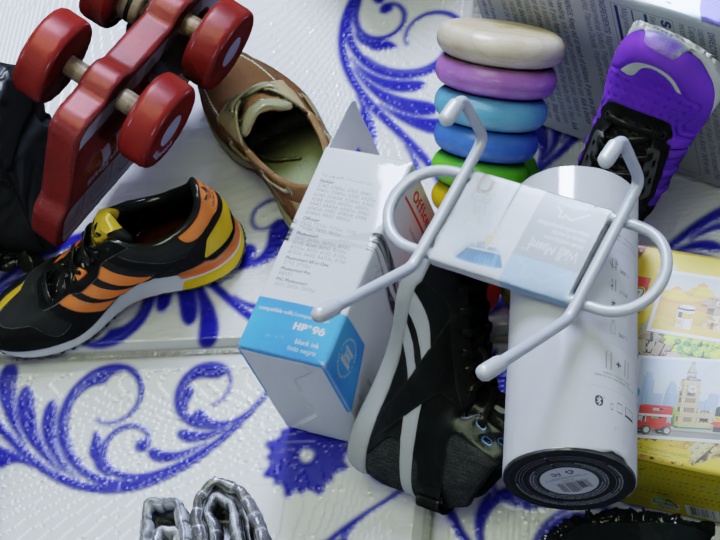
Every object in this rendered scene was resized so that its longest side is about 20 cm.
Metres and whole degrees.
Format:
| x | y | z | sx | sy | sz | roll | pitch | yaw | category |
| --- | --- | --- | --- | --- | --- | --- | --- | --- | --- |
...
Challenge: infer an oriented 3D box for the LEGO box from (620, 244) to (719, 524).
| x | y | z | sx | sy | sz | roll | pitch | yaw | category |
| --- | --- | --- | --- | --- | --- | --- | --- | --- | --- |
| 0.236 | 0.077 | 1.308 | 0.199 | 0.077 | 0.149 | 10 | 63 | 23 | LEGO box |

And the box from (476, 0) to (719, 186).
| x | y | z | sx | sy | sz | roll | pitch | yaw | category |
| --- | --- | --- | --- | --- | --- | --- | --- | --- | --- |
| 0.190 | -0.169 | 1.414 | 0.200 | 0.184 | 0.105 | 22 | 66 | 28 | box |

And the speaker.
| x | y | z | sx | sy | sz | roll | pitch | yaw | category |
| --- | --- | --- | --- | --- | --- | --- | --- | --- | --- |
| 0.129 | 0.037 | 1.270 | 0.081 | 0.081 | 0.201 | -5 | 57 | 15 | speaker |

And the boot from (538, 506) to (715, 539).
| x | y | z | sx | sy | sz | roll | pitch | yaw | category |
| --- | --- | --- | --- | --- | --- | --- | --- | --- | --- |
| 0.194 | 0.220 | 1.238 | 0.198 | 0.073 | 0.163 | -7 | 54 | 14 | boot |

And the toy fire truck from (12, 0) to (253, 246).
| x | y | z | sx | sy | sz | roll | pitch | yaw | category |
| --- | --- | --- | --- | --- | --- | --- | --- | --- | --- |
| -0.165 | -0.128 | 1.499 | 0.112 | 0.168 | 0.200 | 31 | 56 | 5 | toy fire truck |

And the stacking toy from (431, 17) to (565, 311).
| x | y | z | sx | sy | sz | roll | pitch | yaw | category |
| --- | --- | --- | --- | --- | --- | --- | --- | --- | --- |
| 0.081 | -0.062 | 1.389 | 0.085 | 0.085 | 0.201 | 14 | 106 | 25 | stacking toy |

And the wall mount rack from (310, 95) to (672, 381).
| x | y | z | sx | sy | sz | roll | pitch | yaw | category |
| --- | --- | --- | --- | --- | --- | --- | --- | --- | --- |
| 0.073 | -0.011 | 1.230 | 0.200 | 0.075 | 0.174 | 18 | 68 | 33 | wall mount rack |

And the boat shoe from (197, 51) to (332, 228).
| x | y | z | sx | sy | sz | roll | pitch | yaw | category |
| --- | --- | --- | --- | --- | --- | --- | --- | --- | --- |
| -0.060 | -0.103 | 1.517 | 0.076 | 0.074 | 0.200 | -36 | 52 | -7 | boat shoe |

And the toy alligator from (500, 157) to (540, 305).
| x | y | z | sx | sy | sz | roll | pitch | yaw | category |
| --- | --- | --- | --- | --- | --- | --- | --- | --- | --- |
| 0.122 | -0.038 | 1.435 | 0.054 | 0.059 | 0.201 | 9 | 52 | -25 | toy alligator |

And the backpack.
| x | y | z | sx | sy | sz | roll | pitch | yaw | category |
| --- | --- | --- | --- | --- | --- | --- | --- | --- | --- |
| -0.323 | -0.087 | 1.559 | 0.199 | 0.167 | 0.127 | 3 | 40 | 23 | backpack |

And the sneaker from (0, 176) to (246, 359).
| x | y | z | sx | sy | sz | roll | pitch | yaw | category |
| --- | --- | --- | --- | --- | --- | --- | --- | --- | --- |
| -0.185 | -0.010 | 1.490 | 0.199 | 0.090 | 0.070 | -23 | 55 | 3 | sneaker |

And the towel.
| x | y | z | sx | sy | sz | roll | pitch | yaw | category |
| --- | --- | --- | --- | --- | --- | --- | --- | --- | --- |
| -0.066 | 0.245 | 1.246 | 0.085 | 0.166 | 0.201 | -14 | 55 | 2 | towel |

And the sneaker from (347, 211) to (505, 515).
| x | y | z | sx | sy | sz | roll | pitch | yaw | category |
| --- | --- | --- | --- | --- | --- | --- | --- | --- | --- |
| 0.074 | 0.060 | 1.336 | 0.112 | 0.073 | 0.201 | 27 | 111 | 23 | sneaker |

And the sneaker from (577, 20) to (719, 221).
| x | y | z | sx | sy | sz | roll | pitch | yaw | category |
| --- | --- | --- | --- | --- | --- | --- | --- | --- | --- |
| 0.176 | -0.076 | 1.350 | 0.069 | 0.200 | 0.100 | 27 | 68 | 12 | sneaker |

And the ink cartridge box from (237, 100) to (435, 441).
| x | y | z | sx | sy | sz | roll | pitch | yaw | category |
| --- | --- | --- | --- | --- | --- | --- | --- | --- | --- |
| 0.000 | 0.000 | 1.408 | 0.068 | 0.116 | 0.200 | 12 | 63 | 24 | ink cartridge box |
